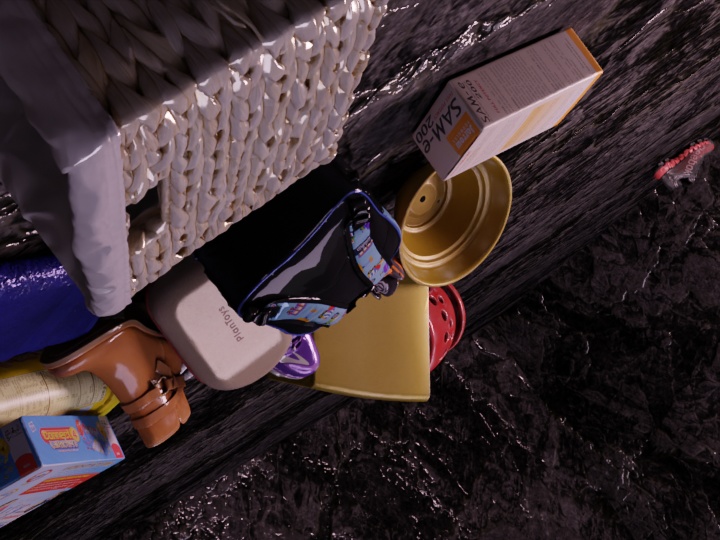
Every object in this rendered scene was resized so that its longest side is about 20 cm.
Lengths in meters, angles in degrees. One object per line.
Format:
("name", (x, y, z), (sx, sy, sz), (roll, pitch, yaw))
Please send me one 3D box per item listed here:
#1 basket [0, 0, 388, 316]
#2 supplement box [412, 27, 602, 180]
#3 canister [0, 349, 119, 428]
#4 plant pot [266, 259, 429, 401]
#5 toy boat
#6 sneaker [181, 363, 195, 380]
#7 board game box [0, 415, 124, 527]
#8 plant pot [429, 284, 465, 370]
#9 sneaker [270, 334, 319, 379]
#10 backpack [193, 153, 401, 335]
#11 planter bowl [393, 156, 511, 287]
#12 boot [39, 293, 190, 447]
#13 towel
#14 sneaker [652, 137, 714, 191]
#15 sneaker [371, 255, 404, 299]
("basket", (-0.115, -0.120, 0.475), (0.161, 0.200, 0.198), (-35, 170, -20))
("supplement box", (0.175, -0.200, 1.235), (0.199, 0.074, 0.126), (-28, 168, -28))
("canister", (-0.373, 0.145, 1.130), (0.148, 0.087, 0.200), (-37, 167, 28))
("plant pot", (-0.031, 0.088, 1.480), (0.176, 0.201, 0.200), (-4, -176, -35))
("toy boat", (-0.168, 0.038, 1.174), (0.130, 0.131, 0.200), (-35, 127, -10))
("sneaker", (-0.197, 0.054, 1.327), (0.200, 0.075, 0.115), (-46, -155, -26))
("board game box", (-0.382, 0.225, 1.098), (0.195, 0.056, 0.200), (-29, 168, 5))
("plant pot", (0.089, 0.096, 1.949), (0.200, 0.201, 0.182), (-41, 175, 35))
("sneaker", (-0.099, 0.063, 1.278), (0.083, 0.200, 0.081), (15, -128, 44))
("backpack", (-0.055, -0.026, 1.054), (0.183, 0.135, 0.200), (-45, 157, 5))
("planter bowl", (0.107, -0.084, 1.416), (0.200, 0.083, 0.201), (-22, 128, -30))
("boot", (-0.253, 0.123, 1.122), (0.073, 0.156, 0.200), (-4, -166, 30))
("towel", (-0.300, 0.026, 0.943), (0.148, 0.050, 0.200), (-43, 167, 27))
("sneaker", (0.904, -0.287, 2.837), (0.200, 0.098, 0.071), (-32, 167, -13))
("sneaker", (0.000, 0.000, 1.327), (0.078, 0.112, 0.200), (-39, -169, 34))
